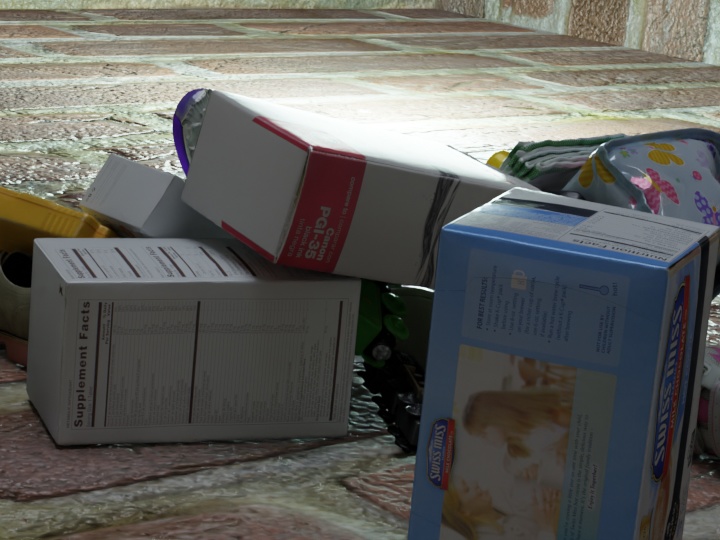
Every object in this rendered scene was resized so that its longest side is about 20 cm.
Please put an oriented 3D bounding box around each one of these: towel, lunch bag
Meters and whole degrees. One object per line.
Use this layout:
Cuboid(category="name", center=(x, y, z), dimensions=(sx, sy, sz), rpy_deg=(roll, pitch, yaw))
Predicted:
Cuboid(category="towel", center=(0.126, -0.025, 1.592), dimensions=(0.149, 0.201, 0.031), rpy_deg=(-8, 51, -45))
Cuboid(category="lunch bag", center=(0.222, -0.017, 1.562), dimensions=(0.199, 0.170, 0.128), rpy_deg=(-14, 63, -50))

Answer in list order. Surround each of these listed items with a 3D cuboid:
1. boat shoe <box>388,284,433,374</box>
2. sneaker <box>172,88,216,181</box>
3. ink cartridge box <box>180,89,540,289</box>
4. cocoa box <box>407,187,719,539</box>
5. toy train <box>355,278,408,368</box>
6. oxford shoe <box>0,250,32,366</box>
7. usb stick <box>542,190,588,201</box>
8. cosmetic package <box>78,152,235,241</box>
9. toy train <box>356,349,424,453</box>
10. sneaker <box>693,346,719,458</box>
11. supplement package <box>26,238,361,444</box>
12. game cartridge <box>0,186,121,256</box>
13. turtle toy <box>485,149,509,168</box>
Cuboid(category="boat shoe", center=(0.046, 0.039, 1.507), dimensions=(0.199, 0.072, 0.067), rpy_deg=(13, 19, 38))
Cuboid(category="sneaker", center=(-0.102, -0.061, 1.484), dimensions=(0.099, 0.070, 0.200), rpy_deg=(19, -26, 39))
Cuboid(category="ink cartridge box", center=(0.002, -0.049, 1.360), dimensions=(0.199, 0.083, 0.146), rpy_deg=(10, 13, -35))
Cuboid(category="cocoa box", center=(0.113, 0.070, 1.117), dimensions=(0.132, 0.202, 0.131), rpy_deg=(11, 15, 20))
Cuboid(category="toy train", center=(0.000, 0.000, 1.452), dimensions=(0.056, 0.042, 0.200), rpy_deg=(31, 25, -20))
Cuboid(category="oxford shoe", center=(-0.260, 0.016, 1.481), dimensions=(0.199, 0.074, 0.071), rpy_deg=(15, 19, 41))
Cuboid(category="usb stick", center=(0.120, 0.025, 1.422), dimensions=(0.055, 0.033, 0.201), rpy_deg=(-9, 47, 34))
Cuboid(category="cosmetic package", center=(-0.108, -0.004, 1.455), dimensions=(0.082, 0.051, 0.200), rpy_deg=(17, -20, 46))
Cuboid(category="toy train", center=(0.035, 0.089, 1.386), dimensions=(0.045, 0.034, 0.200), rpy_deg=(14, 11, -12))
Cuboid(category="sneaker", center=(0.250, 0.097, 1.348), dimensions=(0.087, 0.082, 0.200), rpy_deg=(3, 5, -1))
Cuboid(category="supplement package", center=(-0.114, 0.044, 1.335), dimensions=(0.198, 0.115, 0.109), rpy_deg=(1, 15, -21))
Cuboid(category="game cartridge", center=(-0.220, -0.010, 1.498), dimensions=(0.199, 0.033, 0.176), rpy_deg=(15, -20, 36))
Cuboid(category="turtle toy", center=(0.184, -0.035, 1.811), dimensions=(0.145, 0.102, 0.199), rpy_deg=(38, 24, 23))
